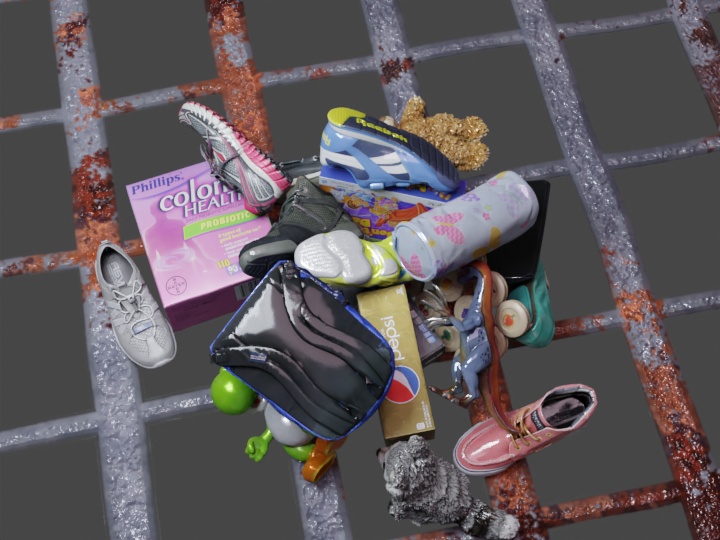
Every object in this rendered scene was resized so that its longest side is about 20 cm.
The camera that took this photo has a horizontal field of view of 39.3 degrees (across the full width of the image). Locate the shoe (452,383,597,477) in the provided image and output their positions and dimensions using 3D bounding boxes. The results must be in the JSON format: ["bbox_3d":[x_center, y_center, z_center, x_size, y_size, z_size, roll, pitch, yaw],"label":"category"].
[{"bbox_3d":[0.217,0.207,1.332,0.200,0.091,0.072,-20,68,-10],"label":"shoe"}]

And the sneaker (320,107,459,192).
[{"bbox_3d":[0.037,-0.146,1.354,0.200,0.082,0.074,23,28,-7],"label":"sneaker"}]

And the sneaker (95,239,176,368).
[{"bbox_3d":[-0.322,0.048,1.396,0.075,0.082,0.200,-30,70,-14],"label":"sneaker"}]

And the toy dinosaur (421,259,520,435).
[{"bbox_3d":[0.150,0.086,1.323,0.200,0.105,0.182,29,86,-10],"label":"toy dinosaur"}]

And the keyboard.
[{"bbox_3d":[0.204,-0.056,1.458,0.127,0.021,0.200,-1,46,22],"label":"keyboard"}]

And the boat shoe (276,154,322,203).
[{"bbox_3d":[-0.038,-0.153,1.487,0.199,0.075,0.066,-15,62,16],"label":"boat shoe"}]

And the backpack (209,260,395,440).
[{"bbox_3d":[-0.053,0.103,1.243,0.200,0.168,0.163,37,90,8],"label":"backpack"}]

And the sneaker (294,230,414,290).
[{"bbox_3d":[0.000,0.000,1.342,0.200,0.105,0.076,1,66,-20],"label":"sneaker"}]

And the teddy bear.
[{"bbox_3d":[0.099,-0.201,1.524,0.200,0.067,0.145,17,65,6],"label":"teddy bear"}]

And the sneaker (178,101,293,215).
[{"bbox_3d":[-0.186,-0.161,1.391,0.200,0.081,0.075,43,95,22],"label":"sneaker"}]

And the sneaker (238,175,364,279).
[{"bbox_3d":[-0.097,-0.058,1.354,0.199,0.076,0.114,-21,70,-39],"label":"sneaker"}]

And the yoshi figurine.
[{"bbox_3d":[-0.122,0.190,1.326,0.200,0.112,0.112,37,77,17],"label":"yoshi figurine"}]

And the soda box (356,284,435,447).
[{"bbox_3d":[0.045,0.125,1.325,0.068,0.064,0.200,-11,68,0],"label":"soda box"}]

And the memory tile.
[{"bbox_3d":[0.135,0.039,1.384,0.017,0.153,0.200,-12,59,-48],"label":"memory tile"}]

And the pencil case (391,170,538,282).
[{"bbox_3d":[0.137,-0.060,1.311,0.200,0.083,0.091,-28,62,-28],"label":"pencil case"}]

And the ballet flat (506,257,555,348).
[{"bbox_3d":[0.237,0.033,1.421,0.067,0.070,0.200,-30,36,29],"label":"ballet flat"}]

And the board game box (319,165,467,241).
[{"bbox_3d":[0.042,-0.092,1.436,0.200,0.135,0.045,12,60,4],"label":"board game box"}]

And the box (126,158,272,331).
[{"bbox_3d":[-0.215,-0.043,1.431,0.176,0.097,0.200,-18,67,-9],"label":"box"}]

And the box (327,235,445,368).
[{"bbox_3d":[-0.002,0.074,1.405,0.160,0.044,0.200,-31,70,-8],"label":"box"}]

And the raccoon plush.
[{"bbox_3d":[0.114,0.269,1.278,0.200,0.134,0.097,10,65,3],"label":"raccoon plush"}]
